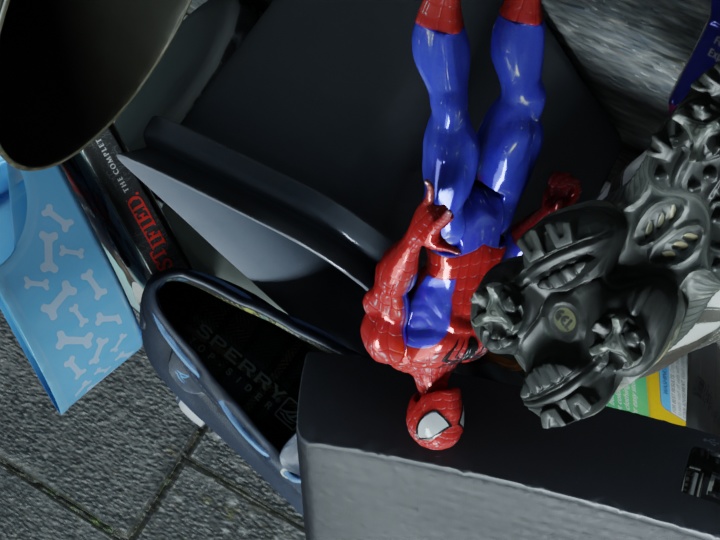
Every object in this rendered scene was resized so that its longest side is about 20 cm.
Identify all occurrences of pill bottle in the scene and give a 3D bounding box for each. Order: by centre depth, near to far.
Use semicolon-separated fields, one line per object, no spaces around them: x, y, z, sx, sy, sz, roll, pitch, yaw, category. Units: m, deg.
-0.018;-0.041;1.110;0.200;0.106;0.106;35;171;-22;pill bottle

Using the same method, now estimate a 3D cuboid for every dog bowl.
-0.158;-0.035;0.984;0.200;0.050;0.111;63;170;2;dog bowl

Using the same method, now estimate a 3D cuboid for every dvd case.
-0.126;-0.047;1.030;0.200;0.022;0.146;62;168;-24;dvd case

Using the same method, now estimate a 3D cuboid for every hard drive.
0.070;0.105;0.830;0.200;0.042;0.135;13;135;16;hard drive

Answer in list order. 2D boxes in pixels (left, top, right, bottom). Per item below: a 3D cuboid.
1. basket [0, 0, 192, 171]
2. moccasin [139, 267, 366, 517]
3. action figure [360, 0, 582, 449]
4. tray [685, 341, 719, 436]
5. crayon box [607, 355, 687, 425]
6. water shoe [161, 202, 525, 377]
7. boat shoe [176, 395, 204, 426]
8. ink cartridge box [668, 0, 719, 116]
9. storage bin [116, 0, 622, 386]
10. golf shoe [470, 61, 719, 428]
-0.171;-0.163;0.864;0.200;0.136;0.180;36;140;15;basket
-0.016;0.069;0.923;0.200;0.081;0.068;29;167;12;moccasin
0.037;-0.025;0.739;0.065;0.200;0.052;-14;-141;-33;action figure
0.150;0.060;0.834;0.107;0.022;0.200;58;168;33;tray
0.154;0.043;0.953;0.200;0.052;0.126;32;144;40;crayon box
0.000;0.000;1.013;0.200;0.079;0.071;30;-176;24;water shoe
-0.076;0.013;1.155;0.065;0.074;0.200;36;-160;-9;boat shoe
0.158;-0.034;0.783;0.095;0.037;0.200;30;169;15;ink cartridge box
0.026;-0.039;0.868;0.145;0.134;0.200;27;171;32;storage bin
0.125;-0.024;0.697;0.094;0.200;0.078;-20;-98;-52;golf shoe
